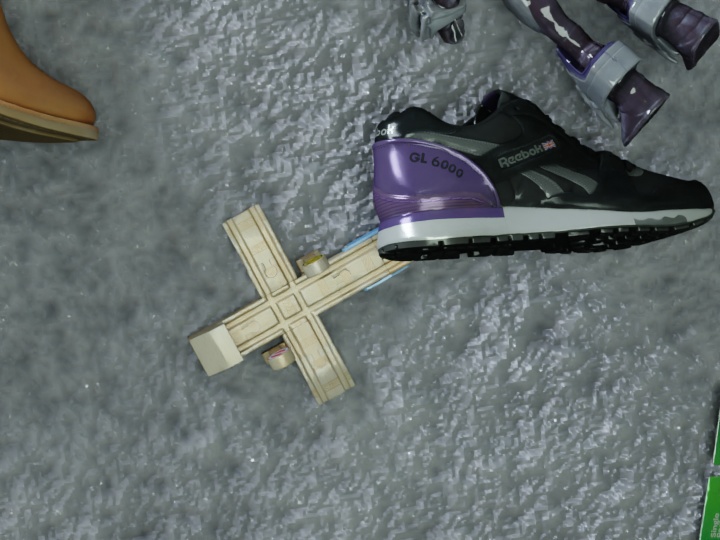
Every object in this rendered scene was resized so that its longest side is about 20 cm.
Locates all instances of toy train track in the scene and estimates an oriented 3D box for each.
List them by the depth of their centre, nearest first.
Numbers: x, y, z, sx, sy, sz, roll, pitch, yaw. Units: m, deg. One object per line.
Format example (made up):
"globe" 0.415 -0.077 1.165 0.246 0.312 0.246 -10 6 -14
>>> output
"toy train track" 0.000 0.000 1.594 0.200 0.033 0.115 -30 101 -5

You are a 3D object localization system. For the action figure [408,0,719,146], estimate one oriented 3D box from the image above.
"action figure" 0.090 -0.159 1.558 0.200 0.069 0.130 41 84 4

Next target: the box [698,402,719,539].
"box" 0.293 0.129 1.653 0.199 0.048 0.118 6 96 -8

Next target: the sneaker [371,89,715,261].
"sneaker" 0.101 -0.056 1.573 0.199 0.076 0.088 -2 82 -26

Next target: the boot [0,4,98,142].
"boot" -0.205 -0.157 1.520 0.200 0.074 0.155 22 75 -33
